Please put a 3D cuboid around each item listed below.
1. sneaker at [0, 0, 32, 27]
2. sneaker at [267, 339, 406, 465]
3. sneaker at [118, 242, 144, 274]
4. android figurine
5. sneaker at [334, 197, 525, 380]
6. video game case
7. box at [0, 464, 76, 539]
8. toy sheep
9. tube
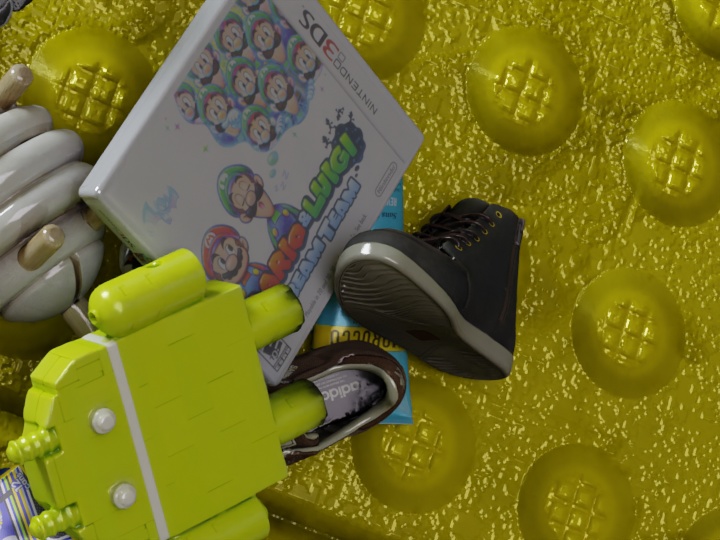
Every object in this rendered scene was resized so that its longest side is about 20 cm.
[{"bbox_3d":[-0.228,-0.207,1.227,0.115,0.200,0.075,20,47,-27],"label":"sneaker"},{"bbox_3d":[-0.066,0.092,1.289,0.199,0.076,0.071,-24,98,-12],"label":"sneaker"},{"bbox_3d":[-0.112,-0.037,1.298,0.079,0.078,0.201,-7,79,-12],"label":"sneaker"},{"bbox_3d":[-0.109,0.085,1.184,0.199,0.041,0.183,-23,110,-34],"label":"android figurine"},{"bbox_3d":[0.045,-0.010,1.329,0.200,0.074,0.107,42,54,-58],"label":"sneaker"},{"bbox_3d":[-0.058,-0.064,1.254,0.182,0.024,0.201,49,60,-35],"label":"video game case"},{"bbox_3d":[-0.169,0.212,1.203,0.070,0.064,0.201,-38,98,-22],"label":"box"},{"bbox_3d":[-0.210,-0.037,1.229,0.138,0.138,0.201,-32,87,-22],"label":"toy sheep"},{"bbox_3d":[0.000,0.000,1.360,0.077,0.050,0.202,1,89,-19],"label":"tube"}]
